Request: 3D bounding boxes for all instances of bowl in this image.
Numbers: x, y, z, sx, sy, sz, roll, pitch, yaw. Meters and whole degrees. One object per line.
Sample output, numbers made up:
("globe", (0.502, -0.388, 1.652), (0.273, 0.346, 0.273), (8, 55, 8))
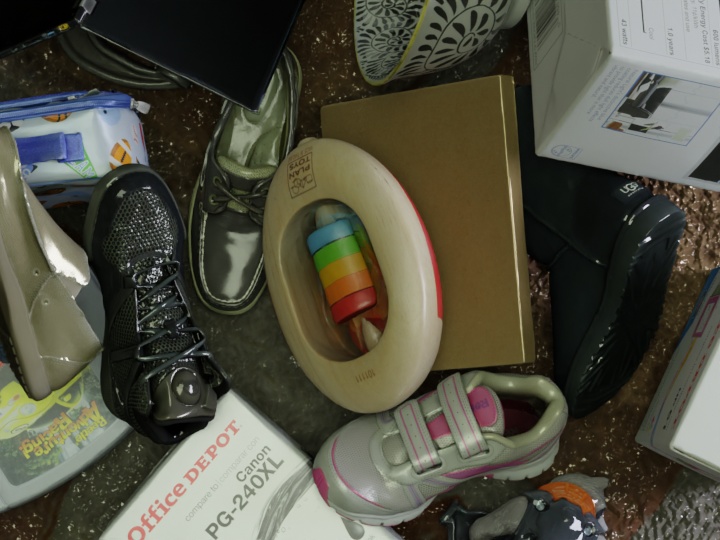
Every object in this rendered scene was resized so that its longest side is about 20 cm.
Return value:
("bowl", (0.069, -0.220, 1.499), (0.093, 0.201, 0.203), (10, 87, -16))

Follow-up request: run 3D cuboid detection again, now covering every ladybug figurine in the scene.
("ladybug figurine", (0.000, 0.000, 1.493), (0.135, 0.072, 0.202), (-24, 77, 37))

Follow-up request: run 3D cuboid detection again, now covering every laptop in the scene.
("laptop", (-0.156, -0.180, 1.490), (0.199, 0.188, 0.116), (-17, 124, 31))

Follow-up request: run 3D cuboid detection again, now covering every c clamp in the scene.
("c clamp", (-0.123, -0.213, 1.567), (0.170, 0.027, 0.201), (35, 89, 3))

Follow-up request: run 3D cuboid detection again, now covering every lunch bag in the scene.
("lunch bag", (-0.242, -0.082, 1.495), (0.198, 0.160, 0.076), (-9, 89, 0))

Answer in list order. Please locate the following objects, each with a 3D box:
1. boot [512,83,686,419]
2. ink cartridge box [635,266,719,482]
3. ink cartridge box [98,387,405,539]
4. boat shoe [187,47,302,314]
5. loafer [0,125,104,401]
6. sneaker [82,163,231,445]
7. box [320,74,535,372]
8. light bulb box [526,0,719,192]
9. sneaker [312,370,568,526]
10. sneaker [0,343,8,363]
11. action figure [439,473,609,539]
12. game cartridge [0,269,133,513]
("boot", (0.138, -0.015, 1.530), (0.076, 0.201, 0.168), (-24, 51, -35))
("ink cartridge box", (0.264, 0.072, 1.468), (0.084, 0.200, 0.145), (25, 87, 1))
("ink cartridge box", (-0.068, 0.200, 1.520), (0.200, 0.083, 0.145), (41, 88, 1))
("boat shoe", (-0.085, -0.070, 1.541), (0.071, 0.066, 0.203), (12, 87, 0))
("loafer", (-0.219, -0.012, 1.416), (0.068, 0.076, 0.201), (-21, 121, -20))
("sneaker", (-0.134, 0.031, 1.444), (0.076, 0.114, 0.201), (-14, 119, -29))
("box", (0.046, -0.028, 1.517), (0.162, 0.021, 0.202), (-7, 86, 37))
("light bulb box", (0.227, -0.172, 1.458), (0.198, 0.125, 0.200), (11, 58, -17))
("sneaker", (0.060, 0.112, 1.489), (0.199, 0.088, 0.082), (-17, 65, -25))
("sneaker", (-0.296, 0.003, 1.516), (0.198, 0.077, 0.086), (12, 62, 18))
("action figure", (0.149, 0.230, 1.498), (0.199, 0.105, 0.195), (21, 57, -6))
("game cartridge", (-0.237, 0.089, 1.550), (0.199, 0.041, 0.134), (-35, 92, -2))
